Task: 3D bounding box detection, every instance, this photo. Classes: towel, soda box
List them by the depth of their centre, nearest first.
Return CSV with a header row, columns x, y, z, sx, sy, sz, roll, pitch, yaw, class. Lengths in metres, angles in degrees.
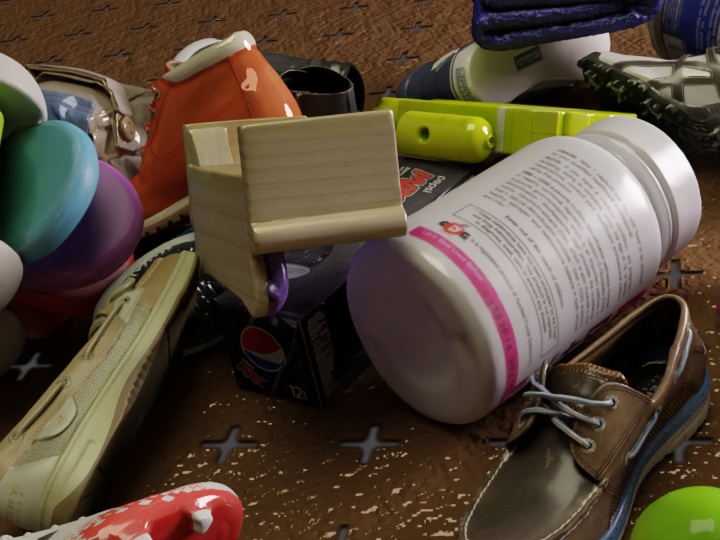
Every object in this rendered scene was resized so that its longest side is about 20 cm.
x,y,z,sx,sy,sz,roll,pitch,yaw,class
0.000,0.000,0.788,0.070,0.064,0.200,11,36,34,soda box
0.159,-0.233,0.998,0.147,0.050,0.200,-9,25,10,towel

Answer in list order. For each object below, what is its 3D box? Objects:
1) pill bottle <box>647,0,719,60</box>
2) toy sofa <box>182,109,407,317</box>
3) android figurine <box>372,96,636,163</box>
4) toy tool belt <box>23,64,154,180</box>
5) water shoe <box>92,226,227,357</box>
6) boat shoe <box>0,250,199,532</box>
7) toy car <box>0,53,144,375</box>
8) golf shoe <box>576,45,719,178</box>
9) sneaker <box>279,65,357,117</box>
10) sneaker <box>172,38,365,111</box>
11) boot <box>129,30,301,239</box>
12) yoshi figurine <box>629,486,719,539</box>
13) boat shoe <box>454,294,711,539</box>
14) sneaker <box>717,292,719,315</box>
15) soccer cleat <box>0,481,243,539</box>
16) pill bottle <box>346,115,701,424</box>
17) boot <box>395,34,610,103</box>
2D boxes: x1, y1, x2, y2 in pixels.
x,y,z,sx,sy,sz,roll,pitch,yaw,class
0.323,-0.183,0.940,0.119,0.120,0.200,-22,31,-19,pill bottle
-0.043,-0.038,0.703,0.082,0.098,0.200,-8,8,-16,toy sofa
0.111,-0.098,0.882,0.199,0.041,0.182,13,13,38,android figurine
-0.262,-0.095,0.985,0.199,0.126,0.123,-1,22,19,toy tool belt
-0.096,0.002,0.835,0.200,0.072,0.079,-35,8,-30,water shoe
-0.145,0.058,0.698,0.063,0.073,0.201,18,50,5,boat shoe
-0.213,-0.027,0.788,0.149,0.200,0.176,6,59,-10,toy car
0.248,-0.124,0.889,0.095,0.078,0.200,-47,50,-13,golf shoe
-0.076,-0.104,0.950,0.199,0.107,0.075,6,34,28,sneaker
-0.067,-0.149,1.014,0.099,0.071,0.200,9,10,30,sneaker
-0.128,-0.091,0.899,0.199,0.108,0.075,-28,3,29,boot
0.186,0.124,0.480,0.199,0.113,0.112,-5,14,15,yoshi figurine
0.105,0.078,0.606,0.072,0.073,0.200,12,37,35,boat shoe
0.256,0.012,0.675,0.088,0.082,0.200,14,22,-4,sneaker
-0.149,0.147,0.580,0.199,0.069,0.085,-30,38,-22,soccer cleat
0.099,-0.008,0.716,0.200,0.114,0.113,-31,35,-31,pill bottle
0.121,-0.176,1.053,0.199,0.073,0.090,-22,11,-40,boot
